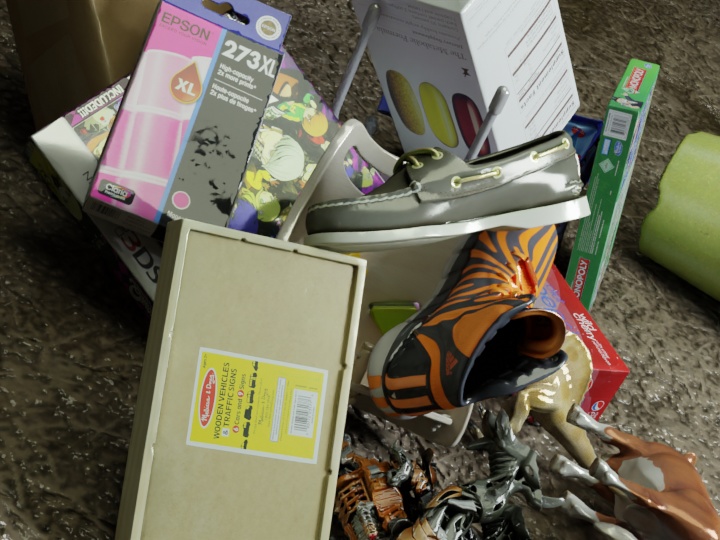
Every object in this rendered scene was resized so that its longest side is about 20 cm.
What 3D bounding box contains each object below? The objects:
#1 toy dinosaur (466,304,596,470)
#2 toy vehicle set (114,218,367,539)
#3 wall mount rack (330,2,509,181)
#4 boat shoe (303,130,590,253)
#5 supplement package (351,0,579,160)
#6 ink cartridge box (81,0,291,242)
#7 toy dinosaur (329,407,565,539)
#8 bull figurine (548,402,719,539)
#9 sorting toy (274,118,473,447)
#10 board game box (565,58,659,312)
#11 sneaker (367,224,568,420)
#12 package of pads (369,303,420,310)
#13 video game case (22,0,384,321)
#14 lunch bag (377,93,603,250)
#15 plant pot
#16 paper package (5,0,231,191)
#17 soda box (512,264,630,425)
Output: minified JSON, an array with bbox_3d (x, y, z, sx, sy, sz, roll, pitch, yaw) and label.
[{"bbox_3d":[0.128,0.092,1.107,0.101,0.058,0.201,-26,96,-14],"label":"toy dinosaur"},{"bbox_3d":[-0.068,0.080,0.899,0.124,0.202,0.026,13,-11,-26],"label":"toy vehicle set"},{"bbox_3d":[0.038,-0.101,1.160,0.199,0.174,0.075,34,71,14],"label":"wall mount rack"},{"bbox_3d":[0.053,-0.049,0.967,0.200,0.061,0.072,-9,2,-25],"label":"boat shoe"},{"bbox_3d":[0.084,-0.174,1.185,0.113,0.201,0.110,23,62,33],"label":"supplement package"},{"bbox_3d":[-0.113,-0.115,1.047,0.094,0.037,0.201,22,66,-13],"label":"ink cartridge box"},{"bbox_3d":[0.050,0.170,0.956,0.135,0.102,0.200,-29,74,-29],"label":"toy dinosaur"},{"bbox_3d":[0.195,0.152,1.054,0.121,0.065,0.200,25,7,-5],"label":"bull figurine"},{"bbox_3d":[0.000,0.000,1.026,0.199,0.181,0.107,23,-1,-39],"label":"sorting toy"},{"bbox_3d":[0.217,-0.070,1.336,0.029,0.201,0.135,15,27,10],"label":"board game box"},{"bbox_3d":[0.100,0.027,0.991,0.200,0.112,0.078,-50,118,-34],"label":"sneaker"},{"bbox_3d":[-0.004,-0.001,1.168,0.199,0.076,0.120,34,26,8],"label":"package of pads"},{"bbox_3d":[-0.103,-0.068,1.075,0.200,0.036,0.182,-36,90,-25],"label":"video game case"},{"bbox_3d":[0.106,-0.108,1.369,0.199,0.095,0.151,24,-9,9],"label":"lunch bag"},{"bbox_3d":[0.375,-0.040,1.462,0.183,0.202,0.200,25,27,19],"label":"plant pot"},{"bbox_3d":[-0.166,-0.176,1.184,0.190,0.103,0.201,-11,85,-49],"label":"paper package"},{"bbox_3d":[0.133,0.036,1.238,0.070,0.064,0.200,6,37,-32],"label":"soda box"}]
